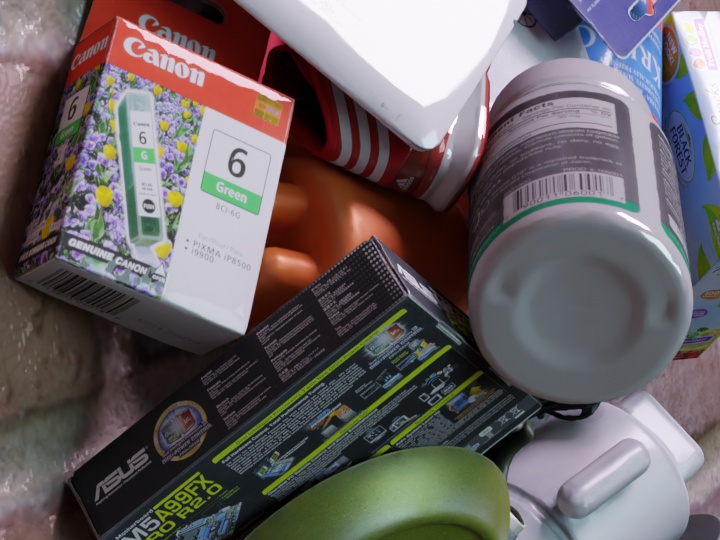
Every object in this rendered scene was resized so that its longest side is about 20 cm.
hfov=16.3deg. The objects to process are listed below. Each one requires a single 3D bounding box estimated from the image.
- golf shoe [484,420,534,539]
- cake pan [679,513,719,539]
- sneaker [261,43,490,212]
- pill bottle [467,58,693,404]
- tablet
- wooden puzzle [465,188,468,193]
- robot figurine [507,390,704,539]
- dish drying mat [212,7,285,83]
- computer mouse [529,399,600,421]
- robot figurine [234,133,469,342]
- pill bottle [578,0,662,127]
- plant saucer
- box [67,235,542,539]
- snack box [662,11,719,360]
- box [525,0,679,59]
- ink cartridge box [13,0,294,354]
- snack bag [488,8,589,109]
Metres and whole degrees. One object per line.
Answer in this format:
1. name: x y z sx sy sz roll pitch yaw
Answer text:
1. golf shoe: 0.046 0.162 1.485 0.078 0.097 0.200 45 52 -52
2. cake pan: 0.168 0.219 1.610 0.037 0.200 0.200 57 36 -7
3. sneaker: 0.012 -0.130 1.360 0.115 0.078 0.200 19 44 -17
4. pill bottle: 0.112 -0.027 1.314 0.200 0.113 0.113 -84 157 -60
5. tablet: -0.013 -0.165 1.304 0.200 0.014 0.130 39 55 -10
6. wooden puzzle: 0.049 -0.075 1.551 0.185 0.037 0.200 9 74 -71
7. robot figurine: 0.127 0.159 1.581 0.200 0.113 0.170 -37 165 -31
8. dish drying mat: -0.028 -0.108 1.457 0.200 0.018 0.077 43 51 -50
9. computer mouse: 0.124 0.021 1.630 0.053 0.138 0.200 48 36 -24
10. robot figurine: 0.000 0.002 1.373 0.200 0.144 0.117 8 114 -43
11. pill bottle: 0.133 -0.089 1.570 0.112 0.112 0.200 46 39 -49
12. plant saucer: 0.001 0.174 1.333 0.031 0.200 0.200 53 11 34
13. box: -0.024 0.087 1.284 0.160 0.200 0.044 39 16 -52
14. snack box: 0.216 -0.053 1.672 0.068 0.200 0.169 -4 66 -20
15. box: 0.108 -0.218 1.515 0.200 0.032 0.121 49 42 -4
16. ink cartridge box: -0.094 -0.070 1.261 0.109 0.050 0.200 24 64 -26
17. snack bag: 0.048 -0.166 1.469 0.200 0.021 0.189 4 62 -38
